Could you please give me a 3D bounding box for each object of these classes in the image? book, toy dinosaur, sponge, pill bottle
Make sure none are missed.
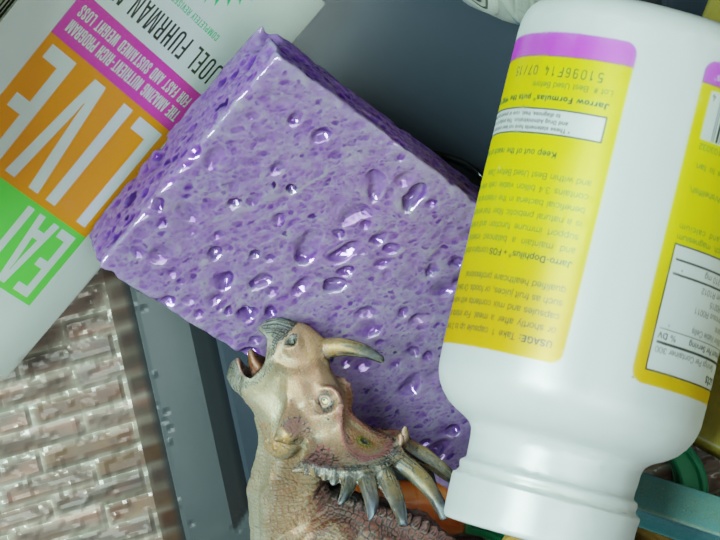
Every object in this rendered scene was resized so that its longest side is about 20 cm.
[{"bbox_3d":[-0.116,-0.064,0.822,0.200,0.048,0.134,-50,143,0],"label":"book"},{"bbox_3d":[0.007,0.119,0.887,0.135,0.086,0.200,-43,130,13],"label":"toy dinosaur"},{"bbox_3d":[0.000,0.000,0.869,0.200,0.030,0.112,34,107,-31],"label":"sponge"},{"bbox_3d":[0.089,0.004,0.818,0.104,0.104,0.202,16,85,-21],"label":"pill bottle"}]

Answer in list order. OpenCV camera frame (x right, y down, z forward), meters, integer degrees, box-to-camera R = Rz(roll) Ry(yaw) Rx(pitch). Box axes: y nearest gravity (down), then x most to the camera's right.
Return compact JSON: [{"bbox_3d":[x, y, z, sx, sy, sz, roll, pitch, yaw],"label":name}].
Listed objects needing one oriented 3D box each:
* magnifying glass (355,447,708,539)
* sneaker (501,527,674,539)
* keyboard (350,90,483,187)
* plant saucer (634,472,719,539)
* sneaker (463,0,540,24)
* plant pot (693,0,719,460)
[{"bbox_3d":[0.064,0.105,0.963,0.198,0.022,0.080,0,105,-20],"label":"magnifying glass"},{"bbox_3d":[0.134,0.157,0.942,0.199,0.075,0.089,3,103,-31],"label":"sneaker"},{"bbox_3d":[0.013,-0.012,0.909,0.199,0.040,0.104,28,113,-29],"label":"keyboard"},{"bbox_3d":[0.142,0.103,0.873,0.070,0.199,0.019,35,74,-55],"label":"plant saucer"},{"bbox_3d":[0.029,-0.161,0.814,0.072,0.072,0.200,-55,142,-11],"label":"sneaker"},{"bbox_3d":[0.220,0.007,0.874,0.195,0.194,0.201,31,87,-27],"label":"plant pot"}]
